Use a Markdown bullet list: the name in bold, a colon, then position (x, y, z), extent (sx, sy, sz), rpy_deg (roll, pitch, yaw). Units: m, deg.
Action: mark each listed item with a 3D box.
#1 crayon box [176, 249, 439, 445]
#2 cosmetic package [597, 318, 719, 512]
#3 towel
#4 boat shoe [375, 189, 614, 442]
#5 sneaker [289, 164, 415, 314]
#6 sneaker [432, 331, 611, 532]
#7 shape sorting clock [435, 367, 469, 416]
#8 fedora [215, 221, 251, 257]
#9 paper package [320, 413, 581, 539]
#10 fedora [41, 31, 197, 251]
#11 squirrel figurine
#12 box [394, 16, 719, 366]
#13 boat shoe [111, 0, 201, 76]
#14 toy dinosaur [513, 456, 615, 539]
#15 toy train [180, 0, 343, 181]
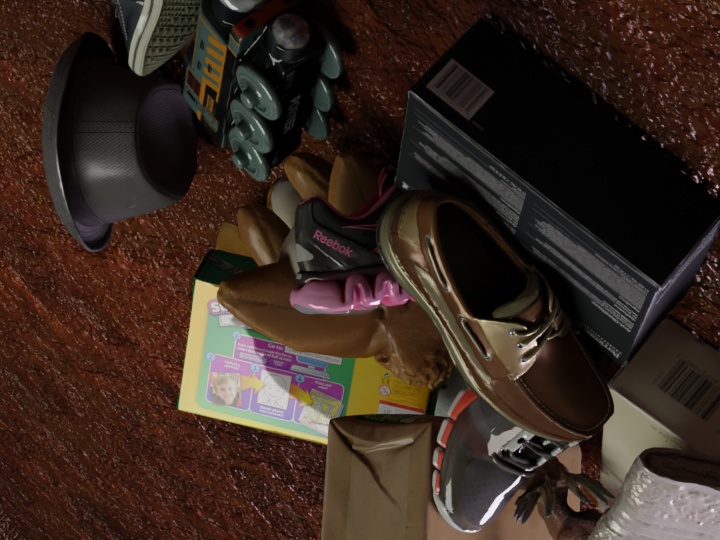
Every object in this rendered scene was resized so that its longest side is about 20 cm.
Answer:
- **crayon box**: position (-0.036, 0.067, 1.834), extent (0.199, 0.058, 0.120), rpy_deg (13, 117, 6)
- **cosmetic package**: position (0.229, 0.130, 1.670), extent (0.103, 0.073, 0.200), rpy_deg (35, 157, 22)
- **towel**: position (0.257, 0.182, 1.588), extent (0.199, 0.035, 0.133), rpy_deg (12, 137, -10)
- **boat shoe**: position (0.091, 0.030, 1.518), extent (0.200, 0.076, 0.074), rpy_deg (46, 158, -12)
- **sneaker**: position (0.045, -0.027, 1.603), extent (0.079, 0.199, 0.096), rpy_deg (159, 103, -74)
- **sneaker**: position (0.120, 0.101, 1.637), extent (0.077, 0.201, 0.082), rpy_deg (19, -167, -39)
- **shape sorting clock**: position (0.081, 0.105, 1.901), extent (0.199, 0.039, 0.201), rpy_deg (24, 131, 30)
- **fedora**: position (-0.052, 0.038, 1.967), extent (0.201, 0.081, 0.201), rpy_deg (56, 158, 37)
- **paper package**: position (0.069, 0.206, 1.759), extent (0.103, 0.192, 0.199), rpy_deg (-3, 171, 40)
- **fedora**: position (-0.186, -0.104, 1.930), extent (0.090, 0.178, 0.200), rpy_deg (1, 168, 13)
- **squirrel figurine**: position (0.000, 0.000, 1.727), extent (0.199, 0.142, 0.187), rpy_deg (35, -176, -12)
- **box**: position (0.123, -0.048, 1.513), extent (0.200, 0.079, 0.141), rpy_deg (39, 158, 12)
- **boat shoe**: position (-0.150, -0.215, 1.719), extent (0.062, 0.075, 0.200), rpy_deg (43, 155, 17)
- **toy dinosaur**: position (0.179, 0.199, 1.682), extent (0.199, 0.086, 0.136), rpy_deg (20, 133, 30)
- **toy train**: position (-0.076, -0.145, 1.706), extent (0.114, 0.085, 0.200), rpy_deg (49, 161, 13)
